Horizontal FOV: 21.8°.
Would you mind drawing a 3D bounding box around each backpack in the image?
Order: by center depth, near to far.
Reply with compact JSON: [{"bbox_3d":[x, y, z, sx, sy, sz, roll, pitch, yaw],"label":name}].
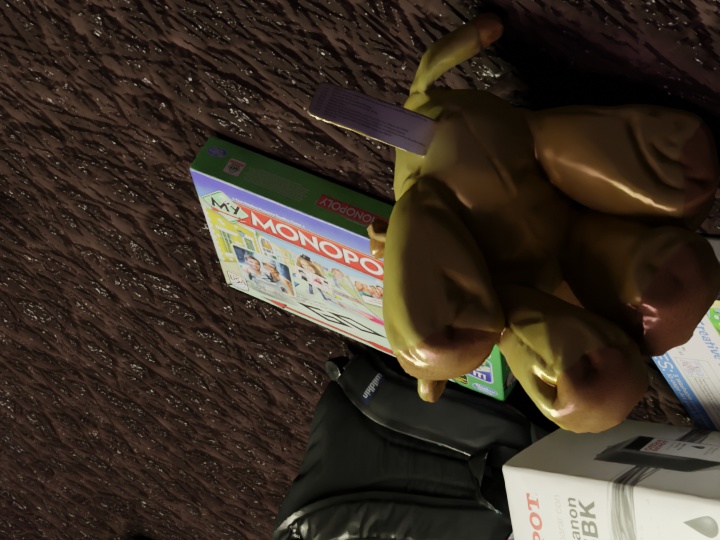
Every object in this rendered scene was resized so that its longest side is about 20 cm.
[{"bbox_3d":[0.055,0.143,1.197,0.200,0.167,0.127,0,160,44],"label":"backpack"}]

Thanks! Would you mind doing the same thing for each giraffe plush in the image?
[{"bbox_3d":[0.064,-0.006,0.901,0.200,0.173,0.162,36,164,11],"label":"giraffe plush"}]

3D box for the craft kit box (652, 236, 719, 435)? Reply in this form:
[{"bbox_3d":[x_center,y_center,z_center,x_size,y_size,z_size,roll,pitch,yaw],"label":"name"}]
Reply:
[{"bbox_3d":[0.251,0.064,0.935,0.197,0.049,0.200,10,147,44],"label":"craft kit box"}]

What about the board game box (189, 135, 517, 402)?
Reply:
[{"bbox_3d":[0.000,0.000,1.118,0.200,0.029,0.135,22,154,20],"label":"board game box"}]

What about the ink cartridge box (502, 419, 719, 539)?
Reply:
[{"bbox_3d":[0.182,0.165,0.979,0.200,0.083,0.147,3,110,45],"label":"ink cartridge box"}]
